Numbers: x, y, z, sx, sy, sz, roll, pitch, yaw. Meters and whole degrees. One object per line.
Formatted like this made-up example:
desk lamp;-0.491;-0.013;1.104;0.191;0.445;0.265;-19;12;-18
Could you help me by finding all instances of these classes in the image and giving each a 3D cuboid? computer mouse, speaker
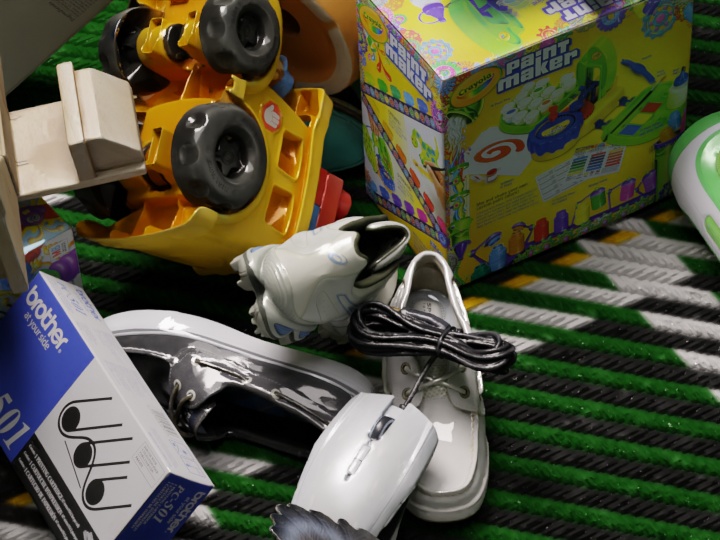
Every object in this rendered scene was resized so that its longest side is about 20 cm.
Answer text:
computer mouse;0.010;0.112;1.463;0.109;0.044;0.201;21;73;18
speaker;0.283;-0.020;1.600;0.088;0.089;0.201;-16;46;-13

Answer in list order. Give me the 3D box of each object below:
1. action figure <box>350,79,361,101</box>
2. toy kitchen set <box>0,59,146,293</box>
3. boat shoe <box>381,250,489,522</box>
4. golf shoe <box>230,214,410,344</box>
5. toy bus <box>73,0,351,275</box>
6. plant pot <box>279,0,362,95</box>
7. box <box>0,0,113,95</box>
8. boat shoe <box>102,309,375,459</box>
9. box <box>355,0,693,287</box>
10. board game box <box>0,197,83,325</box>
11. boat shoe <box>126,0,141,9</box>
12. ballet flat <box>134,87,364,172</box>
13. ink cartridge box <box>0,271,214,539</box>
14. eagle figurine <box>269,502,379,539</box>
action figure;0.023;-0.162;1.778;0.117;0.055;0.201;-6;41;-6
toy kitchen set;-0.227;-0.116;1.464;0.162;0.181;0.201;-12;54;-3
boat shoe;0.044;0.070;1.533;0.070;0.070;0.201;-3;46;-5
golf shoe;0.000;0.000;1.541;0.097;0.079;0.200;-25;-2;21
toy bus;-0.081;-0.091;1.623;0.135;0.191;0.202;-5;69;45
plant pot;-0.008;-0.231;1.687;0.199;0.201;0.184;23;60;24
box;-0.247;-0.199;1.731;0.200;0.082;0.069;-33;30;37
boat shoe;-0.091;0.083;1.536;0.198;0.070;0.066;16;46;8
box;0.114;-0.124;1.637;0.199;0.194;0.122;-22;48;-19
board game box;-0.284;-0.026;1.623;0.103;0.105;0.200;-29;51;-23
boat shoe;-0.138;-0.209;1.780;0.065;0.072;0.201;16;0;-7
ballet flat;-0.086;-0.107;1.727;0.198;0.071;0.071;-3;45;1
ink cartridge box;-0.177;0.101;1.500;0.094;0.044;0.200;-50;49;14
eagle figurine;0.007;0.228;1.343;0.199;0.152;0.151;12;13;43
